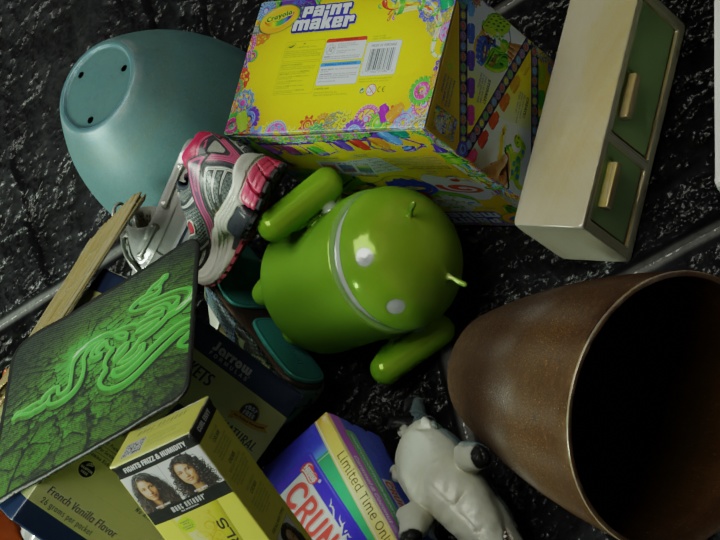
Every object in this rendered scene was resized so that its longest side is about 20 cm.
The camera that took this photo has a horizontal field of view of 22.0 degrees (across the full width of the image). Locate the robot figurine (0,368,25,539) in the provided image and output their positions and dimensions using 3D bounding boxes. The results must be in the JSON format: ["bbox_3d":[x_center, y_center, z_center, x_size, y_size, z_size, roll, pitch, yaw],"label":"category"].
[{"bbox_3d":[-0.346,0.192,1.678,0.117,0.144,0.200,-2,67,20],"label":"robot figurine"}]

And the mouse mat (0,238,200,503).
[{"bbox_3d":[-0.195,0.073,1.356,0.200,0.008,0.161,-29,38,25],"label":"mouse mat"}]

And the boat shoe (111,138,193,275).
[{"bbox_3d":[-0.180,-0.032,1.635,0.086,0.075,0.202,34,120,5],"label":"boat shoe"}]

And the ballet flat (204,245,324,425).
[{"bbox_3d":[-0.096,0.054,1.580,0.074,0.074,0.200,-44,45,14],"label":"ballet flat"}]

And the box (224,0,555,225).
[{"bbox_3d":[0.038,-0.124,1.464,0.200,0.193,0.122,1,70,39],"label":"box"}]

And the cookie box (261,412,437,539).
[{"bbox_3d":[-0.042,0.237,1.398,0.200,0.075,0.171,-42,51,14],"label":"cookie box"}]

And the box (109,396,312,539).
[{"bbox_3d":[-0.084,0.186,1.281,0.075,0.200,0.050,-25,21,24],"label":"box"}]

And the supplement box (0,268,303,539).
[{"bbox_3d":[-0.183,0.125,1.447,0.200,0.134,0.200,-55,23,-9],"label":"supplement box"}]

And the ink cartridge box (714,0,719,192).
[{"bbox_3d":[0.351,-0.141,1.324,0.200,0.050,0.161,-10,64,31],"label":"ink cartridge box"}]

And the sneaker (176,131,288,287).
[{"bbox_3d":[-0.116,-0.054,1.505,0.081,0.075,0.200,-60,1,-28],"label":"sneaker"}]

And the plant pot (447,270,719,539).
[{"bbox_3d":[0.156,0.085,1.301,0.200,0.187,0.187,9,75,57],"label":"plant pot"}]

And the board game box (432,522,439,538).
[{"bbox_3d":[-0.007,0.255,1.434,0.135,0.029,0.200,-7,65,35],"label":"board game box"}]

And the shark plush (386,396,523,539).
[{"bbox_3d":[0.060,0.159,1.387,0.091,0.083,0.200,-56,28,1],"label":"shark plush"}]

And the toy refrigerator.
[{"bbox_3d":[0.187,-0.113,1.420,0.070,0.076,0.200,4,72,40],"label":"toy refrigerator"}]

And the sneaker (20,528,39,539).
[{"bbox_3d":[-0.207,0.193,1.609,0.200,0.075,0.082,-49,59,21],"label":"sneaker"}]

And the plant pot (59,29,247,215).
[{"bbox_3d":[-0.197,-0.141,1.703,0.200,0.135,0.200,-18,59,33],"label":"plant pot"}]

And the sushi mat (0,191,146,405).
[{"bbox_3d":[-0.240,0.021,1.529,0.096,0.012,0.200,-39,18,46],"label":"sushi mat"}]

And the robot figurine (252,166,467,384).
[{"bbox_3d":[0.000,0.000,1.469,0.200,0.175,0.116,-19,22,50],"label":"robot figurine"}]
